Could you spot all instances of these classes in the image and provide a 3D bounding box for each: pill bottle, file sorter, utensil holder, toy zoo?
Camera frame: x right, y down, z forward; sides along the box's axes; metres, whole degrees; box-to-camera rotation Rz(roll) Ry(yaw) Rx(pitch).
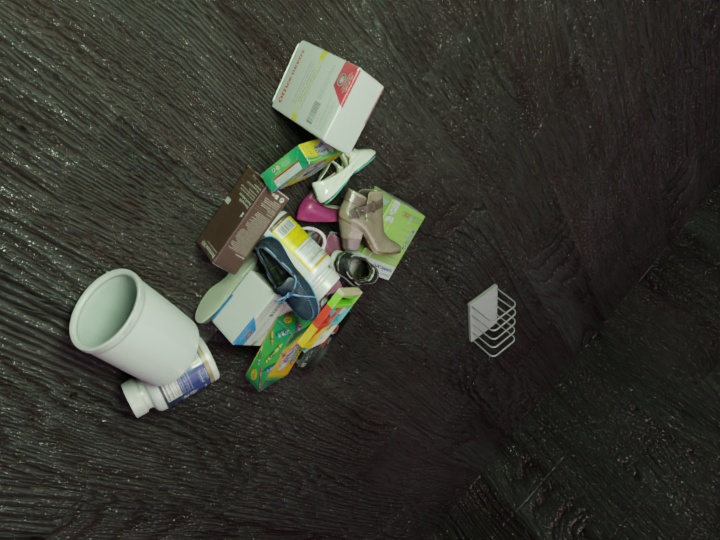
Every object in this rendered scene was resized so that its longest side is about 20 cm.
[{"bbox_3d":[-0.141,-0.027,1.277,0.109,0.200,0.109,-45,-178,2],"label":"pill bottle"},{"bbox_3d":[0.479,0.184,2.055,0.137,0.124,0.203,-32,136,-20],"label":"file sorter"},{"bbox_3d":[-0.430,0.244,1.291,0.197,0.111,0.113,-28,135,-23],"label":"pill bottle"},{"bbox_3d":[-0.446,0.123,1.147,0.170,0.170,0.201,-44,141,-6],"label":"utensil holder"},{"bbox_3d":[-0.081,0.124,1.392,0.201,0.020,0.131,-52,164,12],"label":"toy zoo"}]

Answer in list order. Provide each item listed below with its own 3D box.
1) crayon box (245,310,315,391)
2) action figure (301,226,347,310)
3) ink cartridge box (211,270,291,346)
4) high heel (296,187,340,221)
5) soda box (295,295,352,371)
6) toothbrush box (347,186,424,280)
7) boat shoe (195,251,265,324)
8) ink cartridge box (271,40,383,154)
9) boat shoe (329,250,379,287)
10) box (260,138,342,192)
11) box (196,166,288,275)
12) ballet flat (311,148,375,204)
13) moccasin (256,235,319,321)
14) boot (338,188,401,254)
[{"bbox_3d":[-0.191,0.189,1.393,0.118,0.058,0.202,-24,150,-58],"label":"crayon box"},{"bbox_3d":[-0.089,0.004,1.378,0.149,0.130,0.206,15,83,-82],"label":"action figure"},{"bbox_3d":[-0.232,0.093,1.324,0.147,0.084,0.200,-50,165,2],"label":"ink cartridge box"},{"bbox_3d":[-0.071,-0.117,1.380,0.199,0.067,0.097,38,82,-34],"label":"high heel"},{"bbox_3d":[-0.111,0.172,1.561,0.070,0.063,0.202,28,99,-49],"label":"soda box"},{"bbox_3d":[0.056,-0.094,1.499,0.144,0.086,0.203,17,106,-46],"label":"toothbrush box"},{"bbox_3d":[-0.293,0.050,1.303,0.201,0.072,0.062,-50,136,-8],"label":"boat shoe"},{"bbox_3d":[-0.069,-0.343,1.119,0.082,0.199,0.147,14,110,-49],"label":"ink cartridge box"},{"bbox_3d":[0.000,0.000,1.391,0.199,0.059,0.076,32,76,-56],"label":"boat shoe"},{"bbox_3d":[-0.110,-0.227,1.185,0.116,0.049,0.200,-30,-172,31],"label":"box"},{"bbox_3d":[-0.251,-0.106,1.205,0.074,0.100,0.202,30,97,-47],"label":"box"},{"bbox_3d":[-0.039,-0.237,1.321,0.200,0.069,0.070,-47,142,-25],"label":"ballet flat"},{"bbox_3d":[-0.163,0.028,1.204,0.080,0.202,0.068,-33,-173,23],"label":"moccasin"},{"bbox_3d":[0.032,-0.119,1.370,0.196,0.070,0.150,1,104,-38],"label":"boot"}]
